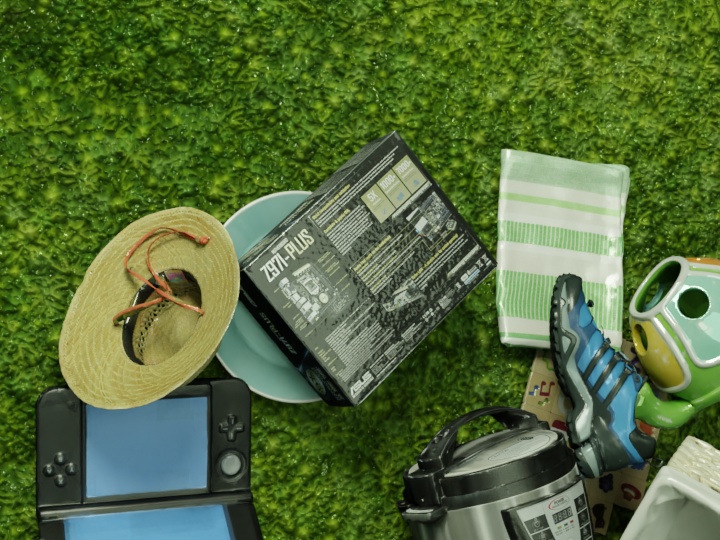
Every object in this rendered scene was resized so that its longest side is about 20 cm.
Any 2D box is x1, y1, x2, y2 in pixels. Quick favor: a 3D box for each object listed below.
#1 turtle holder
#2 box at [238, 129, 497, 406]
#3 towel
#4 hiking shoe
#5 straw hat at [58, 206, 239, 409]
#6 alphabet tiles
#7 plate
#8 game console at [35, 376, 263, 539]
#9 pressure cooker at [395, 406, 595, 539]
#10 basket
[{"bbox_3d":[0.335,0.070,1.331,0.131,0.141,0.186,39,109,-17],"label":"turtle holder"},{"bbox_3d":[0.000,0.000,1.205,0.200,0.086,0.164,-44,101,-18],"label":"box"},{"bbox_3d":[0.211,-0.017,1.340,0.150,0.023,0.204,6,83,-18],"label":"towel"},{"bbox_3d":[0.237,0.099,1.272,0.085,0.074,0.203,-10,83,3],"label":"hiking shoe"},{"bbox_3d":[-0.167,0.051,1.155,0.202,0.199,0.085,-56,141,-14],"label":"straw hat"},{"bbox_3d":[0.240,0.164,1.351,0.164,0.006,0.203,20,79,-18],"label":"alphabet tiles"},{"bbox_3d":[-0.061,0.026,1.240,0.197,0.026,0.204,2,85,-20],"label":"plate"},{"bbox_3d":[-0.180,0.195,1.133,0.197,0.116,0.179,-1,98,-21],"label":"game console"},{"bbox_3d":[0.127,0.232,1.217,0.176,0.176,0.203,-14,90,6],"label":"pressure cooker"},{"bbox_3d":[0.321,0.281,1.252,0.134,0.123,0.202,30,119,17],"label":"basket"}]
